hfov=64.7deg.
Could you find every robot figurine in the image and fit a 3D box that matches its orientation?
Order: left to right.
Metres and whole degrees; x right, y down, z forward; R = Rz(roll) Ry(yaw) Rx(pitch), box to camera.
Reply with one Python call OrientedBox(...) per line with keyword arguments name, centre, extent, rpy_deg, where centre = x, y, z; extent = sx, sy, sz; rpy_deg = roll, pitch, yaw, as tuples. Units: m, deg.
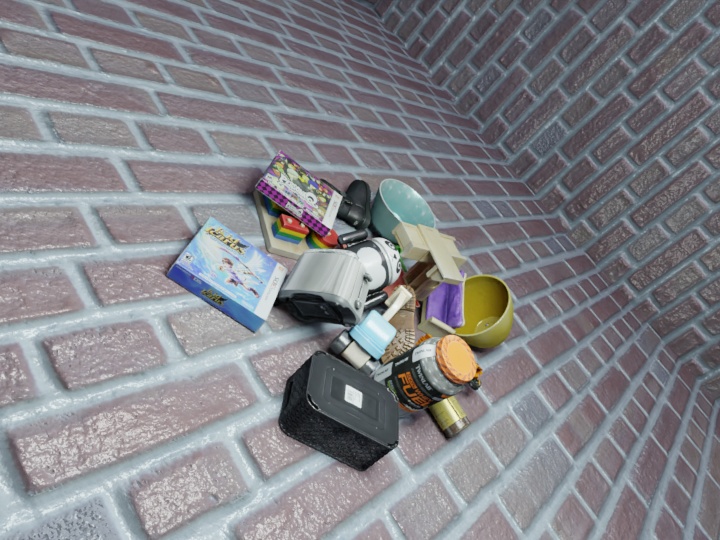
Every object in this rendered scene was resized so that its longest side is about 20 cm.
OrientedBox(name="robot figurine", centre=(0.000, -0.001, 1.317), extent=(0.200, 0.151, 0.125), rpy_deg=(-20, 44, -25))
OrientedBox(name="robot figurine", centre=(0.225, 0.222, 1.382), extent=(0.200, 0.058, 0.145), rpy_deg=(26, 16, -44))

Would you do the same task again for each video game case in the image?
OrientedBox(name="video game case", centre=(-0.255, 0.003, 1.131), extent=(0.200, 0.045, 0.181), rpy_deg=(35, 30, -14))
OrientedBox(name="video game case", centre=(-0.142, -0.188, 1.371), extent=(0.200, 0.036, 0.181), rpy_deg=(36, 30, -14))

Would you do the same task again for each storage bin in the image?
OrientedBox(name="storage bin", centre=(-0.034, 0.255, 1.036), extent=(0.200, 0.094, 0.135), rpy_deg=(33, 32, -19))

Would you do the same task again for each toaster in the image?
OrientedBox(name="toaster", centre=(-0.073, 0.033, 1.166), extent=(0.114, 0.200, 0.129), rpy_deg=(58, 45, -44))

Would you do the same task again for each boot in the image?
OrientedBox(name="boot", centre=(-0.053, -0.219, 1.612), extent=(0.168, 0.076, 0.200), rpy_deg=(28, 40, -32))
OrientedBox(name="boot", centre=(0.090, 0.146, 1.334), extent=(0.075, 0.107, 0.200), rpy_deg=(12, 62, 3))

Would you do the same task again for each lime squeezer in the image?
OrientedBox(name="lime squeezer", centre=(0.118, -0.043, 1.635), extent=(0.071, 0.038, 0.200), rpy_deg=(58, 18, -6))

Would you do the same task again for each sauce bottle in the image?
OrientedBox(name="sauce bottle", centre=(0.168, 0.275, 1.279), extent=(0.065, 0.065, 0.200), rpy_deg=(-2, 54, -51))

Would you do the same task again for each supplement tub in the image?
OrientedBox(name="supplement tub", centre=(0.131, 0.214, 1.161), extent=(0.122, 0.200, 0.123), rpy_deg=(25, 47, -29))

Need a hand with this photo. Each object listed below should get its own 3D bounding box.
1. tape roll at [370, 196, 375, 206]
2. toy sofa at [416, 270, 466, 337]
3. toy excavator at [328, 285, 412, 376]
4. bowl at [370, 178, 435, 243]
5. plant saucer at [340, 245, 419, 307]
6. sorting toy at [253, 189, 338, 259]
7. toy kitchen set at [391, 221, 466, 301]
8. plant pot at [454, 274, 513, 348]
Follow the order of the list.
OrientedBox(name="tape roll", centre=(0.116, -0.157, 1.778), extent=(0.203, 0.037, 0.203), rpy_deg=(30, 33, -22))
OrientedBox(name="toy sofa", centre=(0.217, 0.074, 1.513), extent=(0.083, 0.098, 0.200), rpy_deg=(30, 47, -22))
OrientedBox(name="toy excavator", centre=(0.040, 0.119, 1.209), extent=(0.100, 0.200, 0.194), rpy_deg=(44, -1, 1))
OrientedBox(name="bowl", centre=(0.106, -0.155, 1.629), extent=(0.200, 0.105, 0.201), rpy_deg=(27, 39, -24))
OrientedBox(name="plant saucer", centre=(0.042, 0.015, 1.478), extent=(0.200, 0.037, 0.200), rpy_deg=(12, 43, -43))
OrientedBox(name="sorting toy", centre=(-0.144, -0.117, 1.387), extent=(0.198, 0.070, 0.200), rpy_deg=(16, 40, -39))
OrientedBox(name="toy kitchen set", centre=(0.146, 0.013, 1.393), extent=(0.200, 0.180, 0.163), rpy_deg=(12, 43, -41))
OrientedBox(name="plant pot", centre=(0.338, 0.133, 1.562), extent=(0.142, 0.200, 0.200), rpy_deg=(50, 21, -38))
